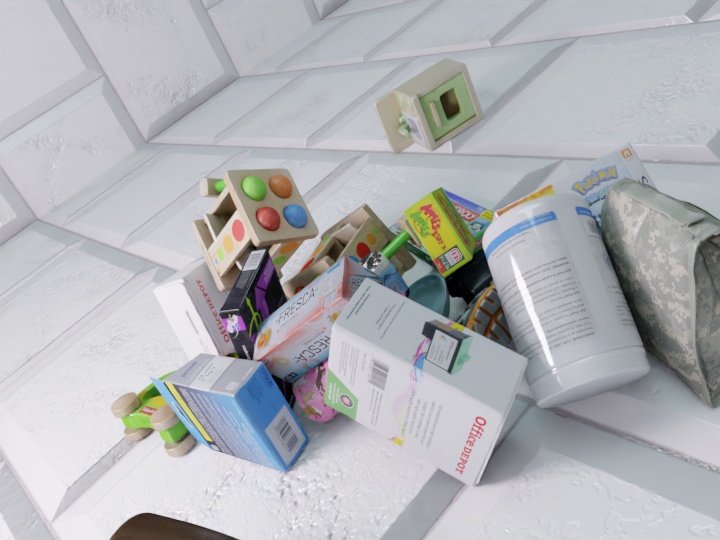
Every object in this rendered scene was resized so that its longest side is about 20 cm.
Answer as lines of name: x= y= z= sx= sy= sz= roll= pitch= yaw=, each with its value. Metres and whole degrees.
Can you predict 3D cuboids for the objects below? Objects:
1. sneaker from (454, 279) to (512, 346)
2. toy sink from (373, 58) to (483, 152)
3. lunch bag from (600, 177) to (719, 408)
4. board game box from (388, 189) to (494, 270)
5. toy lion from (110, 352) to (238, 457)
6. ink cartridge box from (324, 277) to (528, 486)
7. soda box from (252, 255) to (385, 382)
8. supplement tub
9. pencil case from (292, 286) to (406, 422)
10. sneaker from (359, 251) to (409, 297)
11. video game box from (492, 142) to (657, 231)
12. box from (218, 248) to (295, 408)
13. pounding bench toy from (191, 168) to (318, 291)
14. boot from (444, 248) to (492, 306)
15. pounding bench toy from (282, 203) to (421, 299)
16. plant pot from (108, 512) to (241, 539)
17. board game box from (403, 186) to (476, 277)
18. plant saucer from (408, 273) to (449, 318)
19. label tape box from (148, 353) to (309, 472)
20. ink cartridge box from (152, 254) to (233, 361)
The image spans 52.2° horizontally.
sneaker: x=0.144 y=0.079 z=0.940 sx=0.201 sy=0.078 sz=0.077 roll=-49 pitch=22 yaw=-11
toy sink: x=0.148 y=-0.347 z=1.593 sx=0.197 sy=0.132 sz=0.112 roll=-31 pitch=28 yaw=-7
lunch bag: x=0.342 y=0.005 z=0.770 sx=0.116 sy=0.203 sz=0.165 roll=-28 pitch=27 yaw=-1
board game box: x=0.144 y=-0.070 z=1.252 sx=0.133 sy=0.029 sz=0.200 roll=-35 pitch=29 yaw=-10
toy lion: x=-0.270 y=0.196 z=1.165 sx=0.197 sy=0.070 sz=0.191 roll=1 pitch=33 yaw=43
ink cartridge box: x=0.066 y=0.122 z=0.799 sx=0.196 sy=0.147 sz=0.084 roll=26 pitch=49 yaw=15
soda box: x=-0.055 y=0.065 z=0.918 sx=0.199 sy=0.068 sz=0.065 roll=-36 pitch=36 yaw=39
supplement tub: x=0.221 y=0.033 z=0.808 sx=0.129 sy=0.132 sz=0.205 roll=-19 pitch=69 yaw=14
pencil case: x=-0.007 y=0.111 z=0.956 sx=0.200 sy=0.082 sz=0.088 roll=-47 pitch=46 yaw=29
sneaker: x=-0.008 y=0.072 z=1.016 sx=0.200 sy=0.089 sz=0.079 roll=-45 pitch=18 yaw=28
video game box: x=0.291 y=-0.033 z=0.914 sx=0.196 sy=0.185 sz=0.047 roll=-27 pitch=-17 yaw=-1
box: x=-0.131 y=0.094 z=1.050 sx=0.035 sy=0.204 sz=0.144 roll=-7 pitch=33 yaw=16
pounding bench toy: x=-0.180 y=-0.102 z=1.171 sx=0.122 sy=0.203 sz=0.156 roll=-10 pitch=-25 yaw=-44
boot: x=0.221 y=0.006 z=1.009 sx=0.167 sy=0.077 sz=0.199 roll=-37 pitch=30 yaw=-13
pounding bench toy: x=0.000 y=0.000 z=1.099 sx=0.199 sy=0.124 sz=0.157 roll=-30 pitch=19 yaw=48
plant pot: x=-0.134 y=0.339 z=0.706 sx=0.194 sy=0.191 sz=0.189 roll=-1 pitch=35 yaw=15
board game box: x=0.118 y=-0.060 z=1.048 sx=0.047 sy=0.103 sz=0.200 roll=-32 pitch=2 yaw=13
plant saucer: x=0.058 y=0.097 z=0.984 sx=0.201 sy=0.027 sz=0.201 roll=-51 pitch=16 yaw=20
label tape box: x=-0.180 y=0.186 z=1.001 sx=0.197 sy=0.145 sz=0.066 roll=3 pitch=41 yaw=44
ink cartridge box: x=-0.232 y=0.042 z=1.241 sx=0.083 sy=0.148 sz=0.200 roll=-15 pitch=17 yaw=34
